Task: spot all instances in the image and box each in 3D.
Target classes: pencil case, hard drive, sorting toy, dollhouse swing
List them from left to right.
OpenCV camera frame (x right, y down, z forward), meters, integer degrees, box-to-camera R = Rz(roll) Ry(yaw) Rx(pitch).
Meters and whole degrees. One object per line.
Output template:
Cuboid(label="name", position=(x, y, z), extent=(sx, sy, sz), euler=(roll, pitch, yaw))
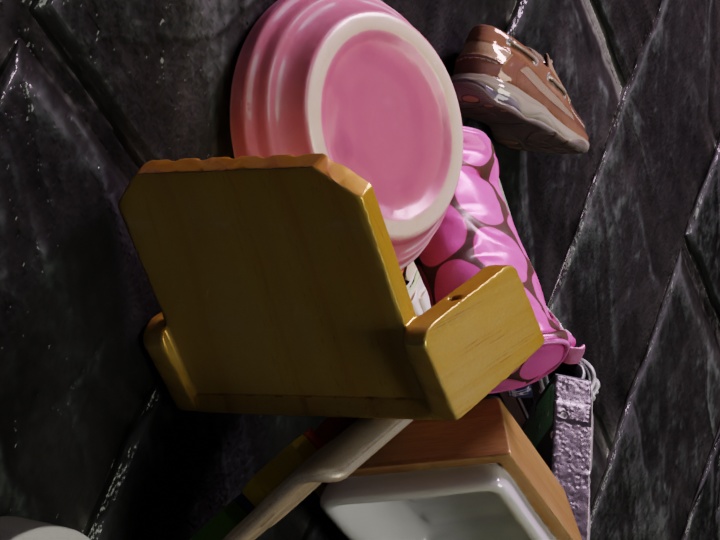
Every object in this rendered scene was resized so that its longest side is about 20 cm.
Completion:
Cuboid(label="sorting toy", position=(-0.042, 0.130, 1.361), extent=(0.036, 0.200, 0.185), euler=(52, 36, 2))
Cuboid(label="dollhouse swing", position=(-0.022, -0.008, 1.324), extent=(0.182, 0.200, 0.176), euler=(-35, 119, -54))
Cuboid(label="pencil case", position=(0.085, -0.011, 1.534), extent=(0.091, 0.094, 0.200), euler=(103, -29, -62))
Cuboid(label="hard drive", position=(0.148, 0.202, 1.741), extent=(0.140, 0.038, 0.200), euler=(116, -17, -55))

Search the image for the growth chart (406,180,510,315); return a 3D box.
Cuboid(label="growth chart", position=(0.076, -0.003, 1.692), extent=(0.200, 0.018, 0.145), euler=(-57, 142, -39))

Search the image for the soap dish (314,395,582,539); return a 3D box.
Cuboid(label="soap dish", position=(0.066, 0.167, 1.585), extent=(0.200, 0.157, 0.081), euler=(53, 35, -53))

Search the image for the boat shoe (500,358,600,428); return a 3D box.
Cuboid(label="boat shoe", position=(0.166, 0.098, 1.832), extent=(0.074, 0.068, 0.199), euler=(-66, 148, -28))

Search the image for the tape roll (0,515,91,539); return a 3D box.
Cuboid(label="tape roll", position=(-0.202, 0.238, 1.217), extent=(0.203, 0.037, 0.203), euler=(-22, 116, -59))

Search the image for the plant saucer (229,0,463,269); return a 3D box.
Cuboid(label="plant saucer", position=(0.001, -0.093, 1.431), extent=(0.200, 0.051, 0.201), euler=(8, 79, -46))

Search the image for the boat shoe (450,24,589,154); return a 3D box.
Cuboid(label="boat shoe", position=(0.133, -0.141, 1.708), extent=(0.200, 0.076, 0.072), euler=(27, 71, -62))

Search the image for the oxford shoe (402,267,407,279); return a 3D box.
Cuboid(label="oxford shoe", position=(0.000, 0.000, 1.524), extent=(0.073, 0.071, 0.200), euler=(143, -50, -84))
